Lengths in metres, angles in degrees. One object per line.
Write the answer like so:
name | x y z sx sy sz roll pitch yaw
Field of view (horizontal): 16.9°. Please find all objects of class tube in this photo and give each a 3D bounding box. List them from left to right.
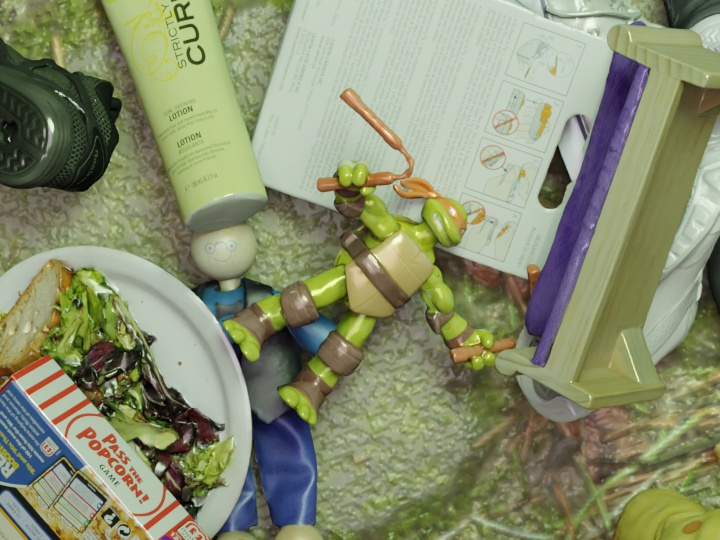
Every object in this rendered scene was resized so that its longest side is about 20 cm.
tube | -0.108 -0.122 1.414 0.058 0.052 0.201 -10 71 -24

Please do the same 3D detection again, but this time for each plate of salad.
plate of salad | -0.158 0.086 1.420 0.199 0.048 0.201 4 100 21

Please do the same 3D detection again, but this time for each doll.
doll | -0.065 0.065 1.436 0.136 0.048 0.201 -9 93 11

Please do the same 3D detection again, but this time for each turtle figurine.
turtle figurine | 0.000 0.000 1.384 0.161 0.064 0.200 -39 121 0

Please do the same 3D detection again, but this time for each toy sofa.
toy sofa | 0.135 -0.033 1.305 0.097 0.083 0.201 28 109 32

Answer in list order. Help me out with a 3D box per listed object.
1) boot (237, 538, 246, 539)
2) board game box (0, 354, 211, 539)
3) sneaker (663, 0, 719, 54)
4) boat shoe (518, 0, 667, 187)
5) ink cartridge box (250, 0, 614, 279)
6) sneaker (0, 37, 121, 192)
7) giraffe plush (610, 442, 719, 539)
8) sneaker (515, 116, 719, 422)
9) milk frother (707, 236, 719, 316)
boot | -0.071 0.269 1.413 0.144 0.071 0.202 -30 84 30
board game box | -0.200 0.170 1.407 0.152 0.046 0.200 49 117 4
sneaker | 0.256 -0.178 1.396 0.199 0.076 0.114 -15 65 -19
boat shoe | 0.139 -0.129 1.406 0.086 0.075 0.203 -19 94 4
ink cartridge box | 0.048 -0.098 1.399 0.199 0.050 0.163 19 117 -1
sneaker | -0.218 -0.107 1.431 0.199 0.114 0.076 35 99 28
giraffe plush | 0.156 0.206 1.337 0.162 0.200 0.173 -22 70 -24
sneaker | 0.166 -0.005 1.397 0.078 0.099 0.200 45 117 28
milk frother | 0.286 0.022 1.345 0.180 0.200 0.189 -17 91 7
